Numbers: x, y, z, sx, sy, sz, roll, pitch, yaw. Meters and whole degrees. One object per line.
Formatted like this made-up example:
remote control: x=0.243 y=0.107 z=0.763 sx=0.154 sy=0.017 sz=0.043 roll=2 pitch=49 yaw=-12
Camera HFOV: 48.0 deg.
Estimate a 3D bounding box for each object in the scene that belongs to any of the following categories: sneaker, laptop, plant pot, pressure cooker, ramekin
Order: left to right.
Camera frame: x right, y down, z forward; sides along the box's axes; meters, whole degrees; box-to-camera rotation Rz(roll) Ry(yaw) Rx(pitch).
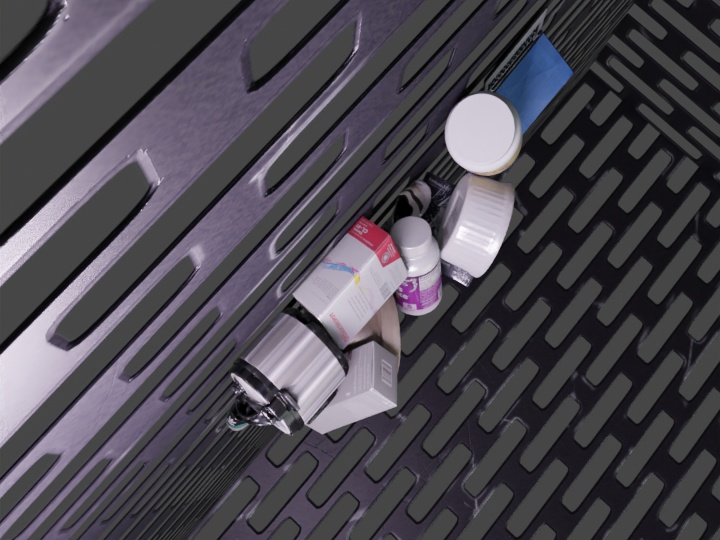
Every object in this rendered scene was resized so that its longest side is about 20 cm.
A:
sneaker: x=-0.218 y=0.275 z=1.797 sx=0.200 sy=0.071 sz=0.080 roll=-46 pitch=177 yaw=-21
pressure cooker: x=-0.140 y=0.192 z=1.441 sx=0.200 sy=0.177 sz=0.177 roll=-46 pitch=158 yaw=-20
plant pot: x=-0.025 y=0.131 z=1.634 sx=0.169 sy=0.205 sz=0.201 roll=-5 pitch=160 yaw=-12
sneaker: x=0.089 y=-0.095 z=1.725 sx=0.079 sy=0.073 sz=0.204 roll=-29 pitch=139 yaw=-47
ramekin: x=0.229 y=-0.098 z=1.649 sx=0.200 sy=0.095 sz=0.205 roll=-160 pitch=-91 yaw=-84
laptop: x=0.346 y=-0.394 z=1.639 sx=0.188 sy=0.115 sz=0.200 roll=-50 pitch=173 yaw=2

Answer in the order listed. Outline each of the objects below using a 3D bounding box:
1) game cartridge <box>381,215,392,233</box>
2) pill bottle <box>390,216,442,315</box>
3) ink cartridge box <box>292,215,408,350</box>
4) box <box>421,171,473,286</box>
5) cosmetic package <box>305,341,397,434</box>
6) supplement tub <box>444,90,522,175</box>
game cartridge: x=0.040 y=-0.050 z=1.884 sx=0.201 sy=0.038 sz=0.129 roll=-53 pitch=169 yaw=22
pill bottle: x=0.109 y=-0.011 z=1.639 sx=0.112 sy=0.111 sz=0.202 roll=-45 pitch=147 yaw=-26
ink cartridge box: x=-0.015 y=0.025 z=1.502 sx=0.200 sy=0.085 sz=0.148 roll=-46 pitch=147 yaw=-11
box: x=0.200 y=-0.094 z=1.820 sx=0.185 sy=0.197 sz=0.104 roll=-64 pitch=171 yaw=8
cosmetic package: x=-0.027 y=0.225 z=1.535 sx=0.197 sy=0.090 sz=0.109 roll=-26 pitch=-134 yaw=30
supplement tub: x=0.234 y=-0.258 z=1.530 sx=0.146 sy=0.145 sz=0.200 roll=-50 pitch=173 yaw=11
